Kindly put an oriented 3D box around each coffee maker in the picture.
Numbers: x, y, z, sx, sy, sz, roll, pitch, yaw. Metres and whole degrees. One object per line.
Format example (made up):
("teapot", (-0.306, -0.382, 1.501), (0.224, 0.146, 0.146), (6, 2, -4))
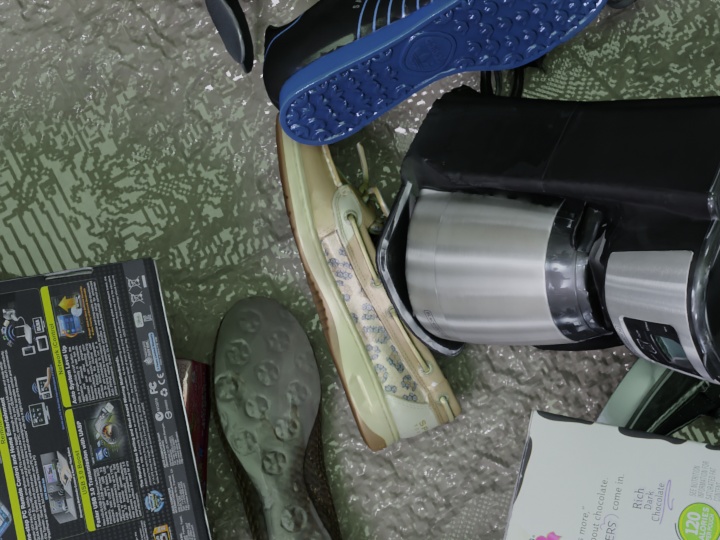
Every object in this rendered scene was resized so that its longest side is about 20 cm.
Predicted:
("coffee maker", (0.130, -0.043, 0.870), (0.199, 0.134, 0.194), (5, 82, 37))

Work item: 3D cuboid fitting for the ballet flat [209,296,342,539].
("ballet flat", (-0.044, 0.115, 0.950), (0.067, 0.046, 0.202), (-14, 81, -11))

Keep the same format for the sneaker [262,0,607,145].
("sneaker", (0.036, -0.143, 0.903), (0.198, 0.070, 0.078), (-22, 50, 5))

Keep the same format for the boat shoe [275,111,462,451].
("boat shoe", (0.000, 0.000, 0.945), (0.062, 0.073, 0.202), (-18, 94, -1))

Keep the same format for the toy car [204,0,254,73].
("toy car", (-0.068, -0.215, 0.925), (0.156, 0.164, 0.202), (-4, 92, 2))

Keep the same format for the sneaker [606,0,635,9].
("sneaker", (0.076, -0.177, 0.953), (0.198, 0.087, 0.081), (5, 53, 24))

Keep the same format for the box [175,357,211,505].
("box", (-0.141, 0.148, 0.921), (0.099, 0.095, 0.202), (3, 85, 2))

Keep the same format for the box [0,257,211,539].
("box", (-0.161, 0.104, 0.814), (0.159, 0.044, 0.202), (-10, 87, -34))

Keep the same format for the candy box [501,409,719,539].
("candy box", (0.157, 0.169, 0.749), (0.198, 0.072, 0.169), (11, 57, 12))

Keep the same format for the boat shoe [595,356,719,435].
("boat shoe", (0.208, 0.051, 0.927), (0.199, 0.074, 0.068), (-44, 70, -11))
